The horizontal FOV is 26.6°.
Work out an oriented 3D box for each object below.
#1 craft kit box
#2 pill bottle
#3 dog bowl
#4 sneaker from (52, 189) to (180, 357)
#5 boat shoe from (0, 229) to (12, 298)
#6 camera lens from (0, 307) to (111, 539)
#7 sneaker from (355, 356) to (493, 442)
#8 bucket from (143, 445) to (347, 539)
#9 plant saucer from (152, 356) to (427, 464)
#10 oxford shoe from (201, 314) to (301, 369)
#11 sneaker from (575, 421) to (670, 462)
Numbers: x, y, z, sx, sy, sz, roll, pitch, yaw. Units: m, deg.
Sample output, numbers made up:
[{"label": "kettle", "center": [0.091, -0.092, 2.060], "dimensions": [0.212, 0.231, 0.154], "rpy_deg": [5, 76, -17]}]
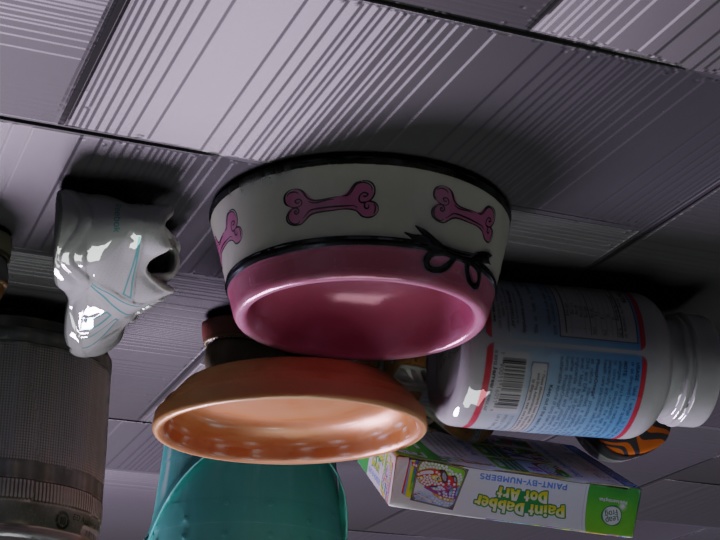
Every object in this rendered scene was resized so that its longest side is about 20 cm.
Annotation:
[{"label": "craft kit box", "center": [0.106, 0.167, 1.250], "dimensions": [0.196, 0.049, 0.200], "rpy_deg": [11, -179, -7]}, {"label": "pill bottle", "center": [0.155, 0.066, 1.106], "dimensions": [0.198, 0.110, 0.109], "rpy_deg": [6, 158, -13]}, {"label": "dog bowl", "center": [0.000, 0.000, 0.987], "dimensions": [0.198, 0.074, 0.200], "rpy_deg": [0, 159, 0]}, {"label": "sneaker", "center": [-0.161, 0.009, 1.020], "dimensions": [0.079, 0.071, 0.201], "rpy_deg": [0, 158, -7]}, {"label": "boat shoe", "center": [-0.312, 0.027, 1.066], "dimensions": [0.074, 0.069, 0.199], "rpy_deg": [15, 154, -34]}, {"label": "camera lens", "center": [-0.276, 0.140, 1.173], "dimensions": [0.158, 0.202, 0.160], "rpy_deg": [0, 159, 0]}, {"label": "sneaker", "center": [0.040, 0.086, 1.238], "dimensions": [0.087, 0.076, 0.199], "rpy_deg": [6, 165, 40]}, {"label": "bucket", "center": [-0.112, 0.237, 1.512], "dimensions": [0.205, 0.136, 0.207], "rpy_deg": [0, 160, 0]}, {"label": "plant saucer", "center": [-0.051, 0.101, 1.100], "dimensions": [0.198, 0.038, 0.200], "rpy_deg": [-1, 159, 0]}, {"label": "oxford shoe", "center": [-0.059, 0.097, 1.234], "dimensions": [0.070, 0.075, 0.199], "rpy_deg": [-16, 154, 36]}, {"label": "sneaker", "center": [0.223, 0.105, 1.248], "dimensions": [0.111, 0.078, 0.199], "rpy_deg": [-17, 153, 40]}]
